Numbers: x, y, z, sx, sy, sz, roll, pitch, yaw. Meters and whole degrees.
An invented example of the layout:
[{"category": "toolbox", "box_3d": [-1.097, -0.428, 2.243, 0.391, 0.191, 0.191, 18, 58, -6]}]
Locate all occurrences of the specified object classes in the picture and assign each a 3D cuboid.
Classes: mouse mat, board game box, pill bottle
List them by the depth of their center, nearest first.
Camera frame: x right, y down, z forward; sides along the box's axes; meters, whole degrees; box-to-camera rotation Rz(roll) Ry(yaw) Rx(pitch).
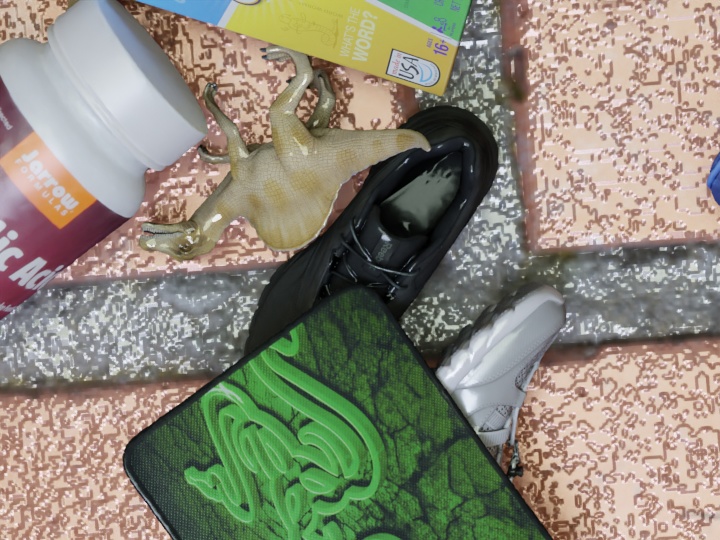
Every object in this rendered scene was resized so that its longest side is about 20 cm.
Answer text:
[{"category": "board game box", "box_3d": [-0.035, -0.175, 1.489, 0.199, 0.153, 0.040, 17, 55, 2]}, {"category": "mouse mat", "box_3d": [-0.004, 0.126, 1.496, 0.161, 0.008, 0.200, -36, 88, -16]}, {"category": "pill bottle", "box_3d": [-0.185, -0.048, 1.562, 0.200, 0.114, 0.114, -38, 85, 9]}]

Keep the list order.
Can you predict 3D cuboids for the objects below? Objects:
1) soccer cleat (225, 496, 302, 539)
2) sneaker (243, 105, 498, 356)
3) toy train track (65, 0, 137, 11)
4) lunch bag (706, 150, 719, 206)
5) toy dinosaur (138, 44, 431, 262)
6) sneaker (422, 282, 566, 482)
[{"category": "soccer cleat", "box_3d": [0.000, 0.183, 1.536, 0.073, 0.068, 0.200, -34, 105, 2]}, {"category": "sneaker", "box_3d": [0.000, 0.000, 1.557, 0.076, 0.091, 0.201, 31, 94, -2]}, {"category": "toy train track", "box_3d": [-0.161, -0.202, 1.608, 0.200, 0.033, 0.115, 33, 125, 13]}, {"category": "lunch bag", "box_3d": [0.264, -0.095, 1.505, 0.132, 0.136, 0.200, 32, 92, 6]}, {"category": "toy dinosaur", "box_3d": [-0.030, -0.063, 1.563, 0.199, 0.058, 0.102, -22, 67, 35]}, {"category": "sneaker", "box_3d": [0.057, 0.097, 1.566, 0.082, 0.075, 0.200, 33, 104, 0]}]
